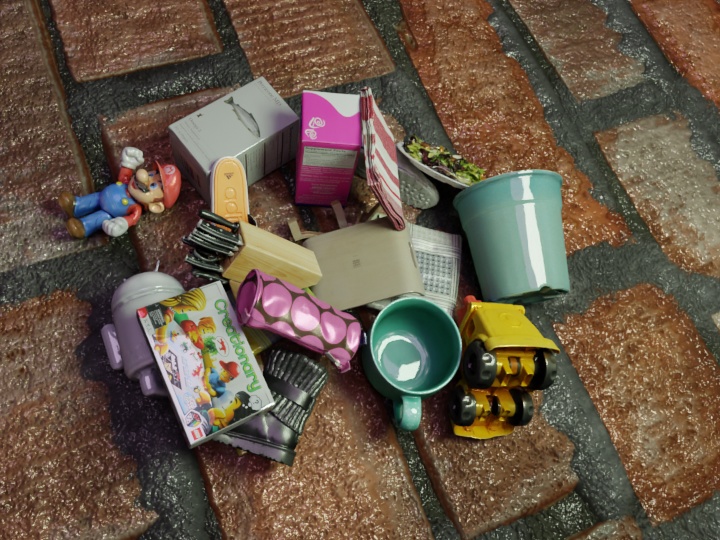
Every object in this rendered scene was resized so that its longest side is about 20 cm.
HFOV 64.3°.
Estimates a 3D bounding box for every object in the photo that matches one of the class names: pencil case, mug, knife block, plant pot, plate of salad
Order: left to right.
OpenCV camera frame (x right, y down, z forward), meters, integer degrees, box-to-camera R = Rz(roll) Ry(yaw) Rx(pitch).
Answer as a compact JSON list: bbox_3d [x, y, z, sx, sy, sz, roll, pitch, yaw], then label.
[{"bbox_3d":[-0.168,-0.034,0.888,0.196,0.177,0.064,-16,47,-10],"label":"knife block"},{"bbox_3d":[-0.091,0.077,0.852,0.198,0.090,0.095,27,51,-26],"label":"pencil case"},{"bbox_3d":[0.067,0.146,0.924,0.151,0.115,0.186,38,66,6],"label":"mug"},{"bbox_3d":[0.161,-0.204,1.073,0.197,0.049,0.201,21,24,-10],"label":"plate of salad"},{"bbox_3d":[0.277,-0.046,1.015,0.196,0.200,0.200,-4,75,-13],"label":"plant pot"}]

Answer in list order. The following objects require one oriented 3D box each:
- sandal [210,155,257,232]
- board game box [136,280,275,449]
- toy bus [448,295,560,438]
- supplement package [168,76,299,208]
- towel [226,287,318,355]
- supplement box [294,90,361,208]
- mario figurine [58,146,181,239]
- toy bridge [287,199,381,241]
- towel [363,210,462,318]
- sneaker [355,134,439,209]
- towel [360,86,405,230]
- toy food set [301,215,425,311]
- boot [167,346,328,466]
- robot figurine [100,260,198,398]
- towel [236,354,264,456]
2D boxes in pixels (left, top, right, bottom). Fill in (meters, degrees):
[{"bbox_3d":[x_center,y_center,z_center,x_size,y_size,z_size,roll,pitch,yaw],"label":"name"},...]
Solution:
[{"bbox_3d":[-0.209,-0.078,0.937,0.078,0.059,0.211,-11,110,-23],"label":"sandal"},{"bbox_3d":[-0.218,0.126,0.803,0.125,0.035,0.202,-21,74,-29],"label":"board game box"},{"bbox_3d":[0.204,0.144,0.941,0.133,0.203,0.193,3,34,-18],"label":"toy bus"},{"bbox_3d":[-0.221,-0.229,1.024,0.199,0.118,0.117,-37,76,-23],"label":"supplement package"},{"bbox_3d":[-0.172,0.067,0.931,0.198,0.023,0.144,-30,51,-21],"label":"towel"},{"bbox_3d":[-0.060,-0.205,1.000,0.101,0.201,0.103,3,66,-10],"label":"supplement box"},{"bbox_3d":[-0.397,-0.132,0.951,0.197,0.106,0.125,-24,108,-12],"label":"mario figurine"},{"bbox_3d":[-0.036,-0.092,1.033,0.197,0.027,0.068,-23,116,-5],"label":"toy bridge"},{"bbox_3d":[0.086,-0.006,1.037,0.196,0.035,0.196,14,65,-4],"label":"towel"},{"bbox_3d":[0.072,-0.196,1.098,0.198,0.077,0.081,35,54,3],"label":"sneaker"},{"bbox_3d":[0.039,-0.185,0.949,0.022,0.144,0.203,-13,61,17],"label":"towel"},{"bbox_3d":[0.000,0.000,0.981,0.196,0.061,0.146,-16,66,8],"label":"toy food set"},{"bbox_3d":[-0.165,0.185,0.863,0.208,0.080,0.160,21,71,-4],"label":"boot"},{"bbox_3d":[-0.311,0.088,0.872,0.167,0.113,0.203,-22,71,-1],"label":"robot figurine"},{"bbox_3d":[-0.188,0.181,0.913,0.085,0.018,0.203,-21,74,-13],"label":"towel"}]
